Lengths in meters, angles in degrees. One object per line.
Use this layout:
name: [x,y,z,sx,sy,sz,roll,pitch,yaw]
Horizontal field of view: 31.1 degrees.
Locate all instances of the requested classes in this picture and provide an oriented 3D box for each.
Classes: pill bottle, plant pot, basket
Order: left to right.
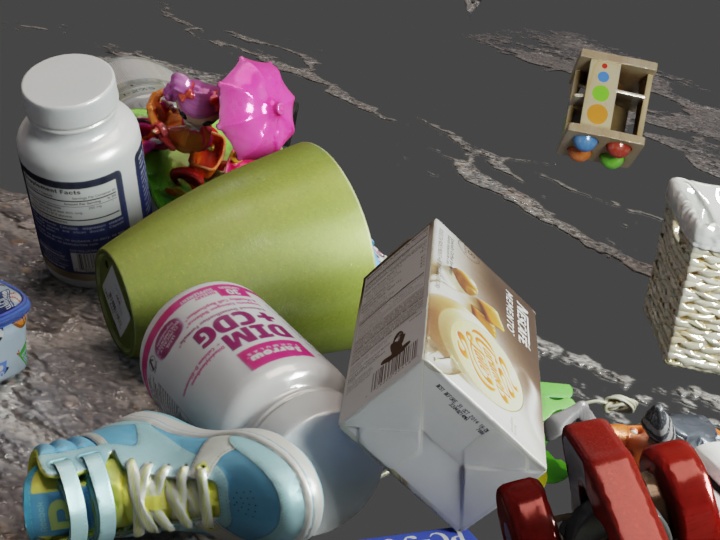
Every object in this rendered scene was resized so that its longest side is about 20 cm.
pill bottle: [-0.251,-0.091,1.183,0.110,0.201,0.112,0,43,0]
plant pot: [-0.116,0.004,1.105,0.199,0.188,0.187,-16,30,-26]
pill bottle: [-0.072,0.096,0.922,0.113,0.114,0.200,-1,23,-32]
basket: [0.410,0.014,1.357,0.198,0.162,0.198,12,19,1]

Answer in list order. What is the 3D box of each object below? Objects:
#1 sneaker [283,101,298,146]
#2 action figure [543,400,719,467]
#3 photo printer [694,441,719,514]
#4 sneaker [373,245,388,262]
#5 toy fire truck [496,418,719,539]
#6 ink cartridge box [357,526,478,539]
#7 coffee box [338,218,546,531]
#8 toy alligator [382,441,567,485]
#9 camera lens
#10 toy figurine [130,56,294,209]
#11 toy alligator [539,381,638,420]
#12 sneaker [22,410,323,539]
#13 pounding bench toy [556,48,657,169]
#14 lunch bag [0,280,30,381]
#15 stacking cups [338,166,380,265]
sneaker: [-0.145,-0.227,1.885,0.103,0.060,0.200,12,14,-3]
action figure: [0.244,0.151,0.945,0.199,0.105,0.193,29,11,31]
photo printer: [0.272,0.193,0.760,0.200,0.069,0.166,45,4,-26]
sneaker: [0.001,-0.015,1.279,0.199,0.115,0.073,4,19,-24]
toy fire truck: [0.148,0.188,0.673,0.111,0.201,0.168,-13,18,-4]
ink cartridge box: [0.000,0.204,0.764,0.199,0.045,0.094,0,24,-31]
coffee box: [0.059,0.065,0.890,0.114,0.080,0.200,43,23,-15]
toy alligator: [0.073,0.133,0.965,0.199,0.055,0.059,3,20,-23]
camera lens: [-0.239,-0.138,1.417,0.159,0.161,0.200,3,21,-23]
toy figurine: [-0.138,-0.137,1.213,0.199,0.184,0.151,22,62,-8]
toy alligator: [0.135,0.116,1.086,0.198,0.059,0.055,12,61,-2]
sneaker: [-0.127,0.142,0.792,0.199,0.080,0.130,1,9,43]
pounding bench toy: [0.394,-0.243,2.124,0.123,0.157,0.200,12,-12,2]
lunch bag: [-0.359,0.039,0.984,0.199,0.076,0.160,19,23,25]
stacking cups: [0.000,0.000,1.182,0.060,0.060,0.201,-9,64,-46]
